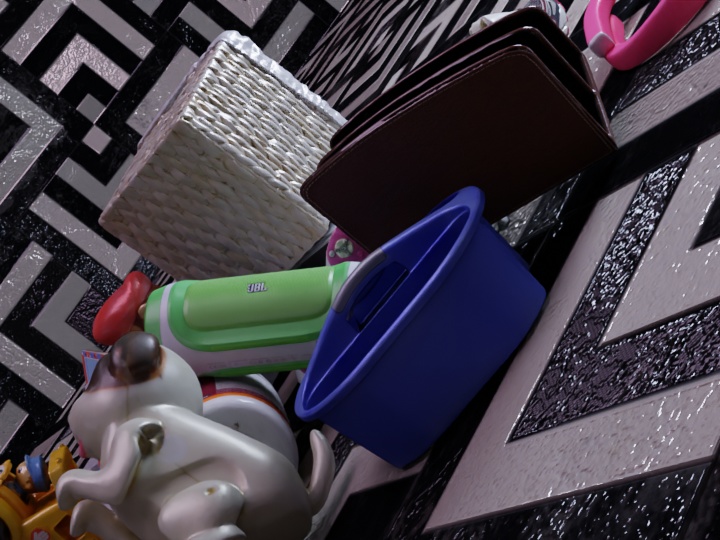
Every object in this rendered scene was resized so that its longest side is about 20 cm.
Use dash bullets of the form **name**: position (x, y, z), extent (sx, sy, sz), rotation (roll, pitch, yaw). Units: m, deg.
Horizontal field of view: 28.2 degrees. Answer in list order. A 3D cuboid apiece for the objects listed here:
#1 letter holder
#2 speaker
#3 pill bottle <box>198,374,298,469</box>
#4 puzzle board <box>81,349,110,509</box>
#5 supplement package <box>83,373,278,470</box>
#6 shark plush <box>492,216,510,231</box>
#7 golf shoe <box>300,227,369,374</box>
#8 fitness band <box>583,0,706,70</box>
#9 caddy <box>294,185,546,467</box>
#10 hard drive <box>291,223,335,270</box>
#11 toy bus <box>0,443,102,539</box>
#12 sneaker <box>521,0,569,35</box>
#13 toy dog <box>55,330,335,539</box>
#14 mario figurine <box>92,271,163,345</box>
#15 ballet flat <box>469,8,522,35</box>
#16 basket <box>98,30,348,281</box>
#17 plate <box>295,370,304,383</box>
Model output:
- **letter holder**: position (0.060, -0.108, 1.050), extent (0.199, 0.142, 0.101), rotation (-31, 46, 23)
- **speaker**: position (-0.078, 0.043, 1.211), extent (0.198, 0.089, 0.089), rotation (-7, 25, 11)
- **pill bottle**: position (-0.115, 0.143, 1.245), extent (0.110, 0.109, 0.200), rotation (-52, 11, 1)
- **puzzle board**: position (-0.217, 0.178, 1.328), extent (0.017, 0.202, 0.150), rotation (-11, 7, -33)
- **supplement package**: position (-0.183, 0.153, 1.480), extent (0.114, 0.109, 0.201), rotation (-40, 17, 48)
- **shark plush**: position (0.089, -0.022, 1.151), extent (0.201, 0.090, 0.084), rotation (-111, 37, -53)
- **golf shoe**: position (0.000, 0.000, 1.283), extent (0.201, 0.075, 0.092), rotation (-59, -1, 12)
- **fitness band**: position (0.243, -0.238, 1.172), extent (0.144, 0.037, 0.200), rotation (-47, 14, 24)
- **caddy**: position (0.033, 0.034, 0.988), extent (0.200, 0.105, 0.141), rotation (-50, 13, 9)
- **hard drive**: position (-0.018, -0.047, 1.469), extent (0.140, 0.038, 0.200), rotation (-58, 11, -32)
- **toy bus**: position (-0.321, 0.256, 1.524), extent (0.192, 0.200, 0.136), rotation (-43, 12, 3)
- **sneaker**: position (0.123, -0.185, 1.359), extent (0.201, 0.075, 0.080), rotation (-52, 27, -9)
- **toy dog**: position (-0.137, 0.139, 1.060), extent (0.193, 0.200, 0.140), rotation (-39, -27, -7)
- **mario figurine**: position (-0.159, 0.065, 1.386), extent (0.124, 0.198, 0.107), rotation (95, 174, -53)
- **ballet flat**: position (0.135, -0.217, 1.457), extent (0.068, 0.068, 0.201), rotation (-31, 24, 57)
- **basket**: position (-0.131, -0.094, 1.467), extent (0.198, 0.199, 0.161), rotation (-43, 15, 39)
- **plate**: position (0.004, -0.005, 1.424), extent (0.200, 0.032, 0.200), rotation (-48, 11, 24)
